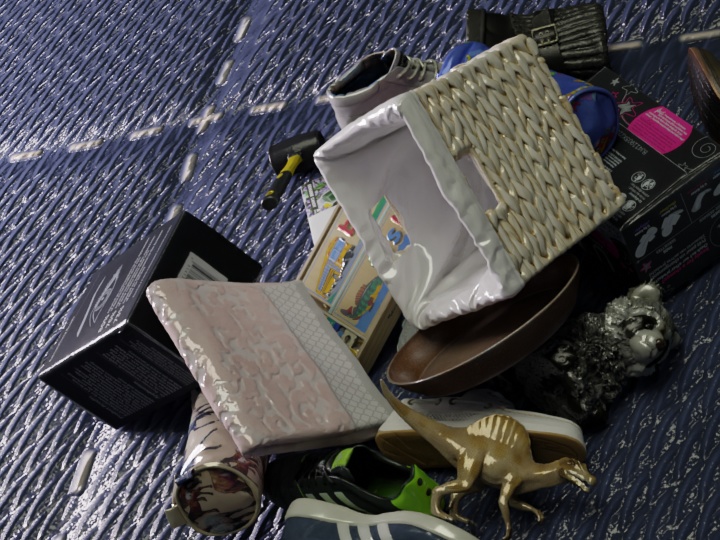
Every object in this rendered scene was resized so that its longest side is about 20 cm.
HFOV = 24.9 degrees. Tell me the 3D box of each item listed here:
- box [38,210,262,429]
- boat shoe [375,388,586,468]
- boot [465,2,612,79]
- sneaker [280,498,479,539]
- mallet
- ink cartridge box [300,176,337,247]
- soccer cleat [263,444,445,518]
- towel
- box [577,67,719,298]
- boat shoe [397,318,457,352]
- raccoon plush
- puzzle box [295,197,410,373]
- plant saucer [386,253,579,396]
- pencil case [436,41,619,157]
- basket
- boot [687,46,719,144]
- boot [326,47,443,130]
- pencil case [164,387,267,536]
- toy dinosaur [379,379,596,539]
[{"bbox_3d":[-0.212,0.053,1.638,0.200,0.104,0.148,-28,31,50],"label":"box"},{"bbox_3d":[0.111,0.136,1.464,0.200,0.071,0.069,1,46,28],"label":"boat shoe"},{"bbox_3d":[0.190,-0.200,1.737,0.158,0.079,0.211,1,62,3],"label":"boot"},{"bbox_3d":[0.016,0.255,1.408,0.200,0.075,0.085,1,60,33],"label":"sneaker"},{"bbox_3d":[-0.089,-0.102,1.777,0.066,0.041,0.200,-16,18,21],"label":"mallet"},{"bbox_3d":[0.042,-0.081,1.729,0.200,0.050,0.109,-23,42,7],"label":"ink cartridge box"},{"bbox_3d":[-0.015,0.186,1.474,0.200,0.081,0.068,4,51,35],"label":"soccer cleat"},{"bbox_3d":[-0.081,0.083,1.516,0.200,0.191,0.032,54,126,30],"label":"towel"},{"bbox_3d":[0.256,-0.081,1.566,0.132,0.115,0.200,-36,40,-6],"label":"box"},{"bbox_3d":[0.099,0.008,1.599,0.074,0.065,0.202,23,64,42],"label":"boat shoe"},{"bbox_3d":[0.193,0.055,1.491,0.134,0.097,0.200,-39,42,-23],"label":"raccoon plush"},{"bbox_3d":[0.000,0.000,1.630,0.133,0.025,0.200,31,94,45],"label":"puzzle box"},{"bbox_3d":[0.116,0.054,1.456,0.200,0.035,0.200,-32,10,7],"label":"plant saucer"},{"bbox_3d":[0.152,-0.161,1.559,0.087,0.078,0.200,-18,30,-33],"label":"pencil case"},{"bbox_3d":[0.095,-0.078,1.474,0.161,0.198,0.200,-32,4,-27],"label":"basket"},{"bbox_3d":[0.397,-0.159,1.610,0.097,0.075,0.200,-17,49,-4],"label":"boot"},{"bbox_3d":[0.062,-0.209,1.809,0.200,0.096,0.074,-29,42,0],"label":"boot"},{"bbox_3d":[-0.131,0.162,1.532,0.089,0.078,0.200,-8,28,5],"label":"pencil case"},{"bbox_3d":[0.098,0.167,1.396,0.200,0.058,0.101,20,87,8],"label":"toy dinosaur"}]
